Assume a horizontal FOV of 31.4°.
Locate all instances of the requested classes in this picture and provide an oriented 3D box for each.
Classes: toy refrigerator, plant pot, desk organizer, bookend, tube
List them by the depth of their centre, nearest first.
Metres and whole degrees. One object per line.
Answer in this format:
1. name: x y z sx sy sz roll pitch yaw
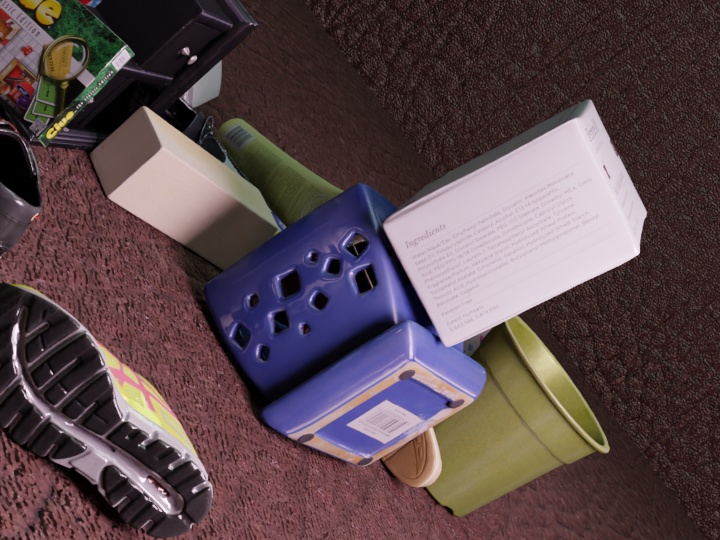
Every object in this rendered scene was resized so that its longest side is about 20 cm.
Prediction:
1. bookend: -0.221 -0.211 1.189 0.093 0.199 0.199 52 11 6
2. plant pot: -0.004 0.068 1.225 0.200 0.199 0.181 34 28 -54
3. toy refrigerator: -0.174 -0.079 1.283 0.200 0.076 0.070 35 20 -52
4. tube: -0.091 -0.098 1.409 0.200 0.051 0.059 41 -37 37
5. desk organizer: 0.000 0.000 1.448 0.199 0.077 0.073 -25 89 -46
6. plant pot: 0.153 0.181 1.477 0.200 0.189 0.200 48 13 -15

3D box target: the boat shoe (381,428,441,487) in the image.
1. boat shoe: 0.047 0.160 1.418 0.069 0.074 0.201 31 23 -44

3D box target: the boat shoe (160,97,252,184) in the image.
1. boat shoe: -0.187 -0.135 1.365 0.200 0.062 0.075 45 56 -13

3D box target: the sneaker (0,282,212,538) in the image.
1. sneaker: -0.177 0.085 0.831 0.201 0.078 0.090 53 2 -21

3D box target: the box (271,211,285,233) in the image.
1. box: -0.101 -0.033 1.493 0.201 0.048 0.118 50 12 -17

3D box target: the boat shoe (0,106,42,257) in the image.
1. boat shoe: -0.269 -0.077 0.955 0.073 0.063 0.202 40 14 -29

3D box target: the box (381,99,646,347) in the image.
1. box: 0.149 -0.049 1.188 0.132 0.198 0.199 61 19 -4

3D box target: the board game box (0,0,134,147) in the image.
1. board game box: -0.286 -0.201 1.042 0.200 0.105 0.023 41 -8 18

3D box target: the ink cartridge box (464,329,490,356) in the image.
1. ink cartridge box: 0.171 0.144 1.750 0.145 0.147 0.201 46 13 -24

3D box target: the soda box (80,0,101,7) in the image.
1. soda box: -0.321 -0.320 1.457 0.068 0.064 0.200 54 11 9

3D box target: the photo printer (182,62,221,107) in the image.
1. photo printer: -0.216 -0.283 1.564 0.200 0.068 0.169 -69 158 -77
